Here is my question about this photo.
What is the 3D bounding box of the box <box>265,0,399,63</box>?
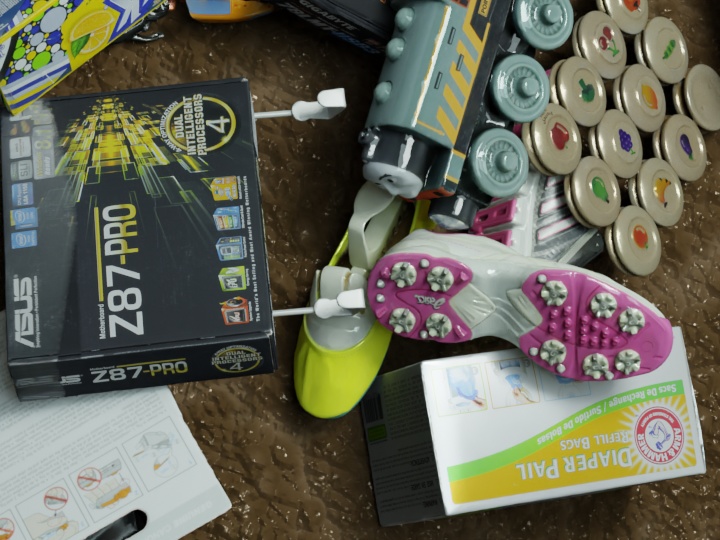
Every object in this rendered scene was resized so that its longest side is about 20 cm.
[{"bbox_3d":[0.038,-0.240,1.762,0.198,0.050,0.201,26,70,-41],"label":"box"}]

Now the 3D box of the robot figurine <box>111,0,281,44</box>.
[{"bbox_3d":[-0.125,-0.226,1.722,0.199,0.058,0.146,-3,86,-23],"label":"robot figurine"}]

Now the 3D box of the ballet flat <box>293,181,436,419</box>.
[{"bbox_3d":[0.000,0.000,1.725,0.067,0.067,0.201,15,66,25],"label":"ballet flat"}]

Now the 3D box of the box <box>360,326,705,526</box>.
[{"bbox_3d":[0.116,0.105,1.733,0.199,0.112,0.102,-7,83,-24],"label":"box"}]

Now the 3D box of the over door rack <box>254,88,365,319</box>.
[{"bbox_3d":[-0.101,-0.030,1.684,0.199,0.067,0.148,-7,83,-2],"label":"over door rack"}]

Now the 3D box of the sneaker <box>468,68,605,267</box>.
[{"bbox_3d":[0.129,-0.042,1.789,0.087,0.074,0.201,27,64,-30],"label":"sneaker"}]

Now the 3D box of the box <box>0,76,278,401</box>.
[{"bbox_3d":[-0.138,-0.022,1.587,0.160,0.049,0.201,-6,56,1],"label":"box"}]

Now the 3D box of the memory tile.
[{"bbox_3d":[0.189,-0.105,1.805,0.153,0.017,0.200,50,48,-25],"label":"memory tile"}]

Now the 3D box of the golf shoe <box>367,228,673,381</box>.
[{"bbox_3d":[0.107,0.013,1.673,0.199,0.092,0.076,15,115,3],"label":"golf shoe"}]

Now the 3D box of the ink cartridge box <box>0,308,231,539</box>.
[{"bbox_3d":[-0.185,0.112,1.572,0.160,0.047,0.200,-30,61,-5],"label":"ink cartridge box"}]

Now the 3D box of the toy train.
[{"bbox_3d":[0.064,-0.130,1.702,0.114,0.085,0.201,24,76,-27],"label":"toy train"}]

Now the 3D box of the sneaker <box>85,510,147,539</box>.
[{"bbox_3d":[-0.151,0.199,1.602,0.083,0.121,0.201,-24,90,-24],"label":"sneaker"}]

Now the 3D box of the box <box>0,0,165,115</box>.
[{"bbox_3d":[-0.167,-0.192,1.624,0.200,0.070,0.064,-39,58,-13],"label":"box"}]
